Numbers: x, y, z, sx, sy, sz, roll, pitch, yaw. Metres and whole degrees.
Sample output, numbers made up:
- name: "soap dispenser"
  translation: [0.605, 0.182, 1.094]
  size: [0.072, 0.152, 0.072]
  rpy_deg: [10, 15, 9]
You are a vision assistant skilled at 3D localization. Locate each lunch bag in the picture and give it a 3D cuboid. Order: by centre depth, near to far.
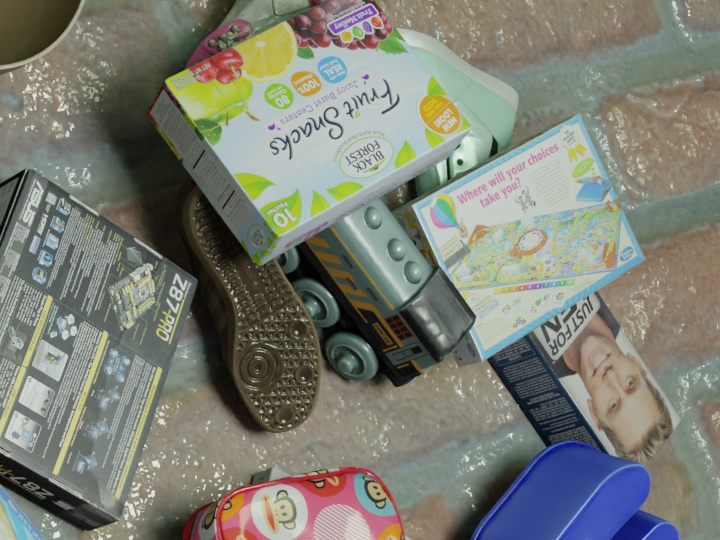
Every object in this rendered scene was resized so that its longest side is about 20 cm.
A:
- name: "lunch bag"
  translation: [-0.042, 0.245, 1.577]
  size: [0.175, 0.082, 0.202]
  rpy_deg: [-6, 74, -34]

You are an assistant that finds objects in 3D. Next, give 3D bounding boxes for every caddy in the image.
- name: "caddy"
  translation: [0.159, 0.228, 1.791]
  size: [0.200, 0.104, 0.142]
  rpy_deg: [-46, 122, -29]

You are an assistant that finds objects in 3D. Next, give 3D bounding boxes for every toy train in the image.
- name: "toy train"
  translation: [0.000, 0.000, 1.723]
  size: [0.201, 0.114, 0.085]
  rpy_deg: [54, 48, -13]

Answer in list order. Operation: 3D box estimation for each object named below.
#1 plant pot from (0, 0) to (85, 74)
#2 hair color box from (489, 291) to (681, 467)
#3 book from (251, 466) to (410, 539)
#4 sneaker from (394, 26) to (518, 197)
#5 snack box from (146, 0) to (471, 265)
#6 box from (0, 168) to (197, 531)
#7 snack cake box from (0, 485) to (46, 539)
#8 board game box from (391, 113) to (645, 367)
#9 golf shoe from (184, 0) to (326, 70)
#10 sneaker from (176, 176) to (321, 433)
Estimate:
- name: "plant pot"
  translation: [-0.300, -0.209, 1.519]
  size: [0.199, 0.134, 0.202]
  rpy_deg: [16, 65, -37]
- name: "hair color box"
  translation: [0.177, 0.080, 1.887]
  size: [0.201, 0.060, 0.100]
  rpy_deg: [55, 49, -13]
- name: "book"
  translation: [-0.041, 0.262, 1.647]
  size: [0.133, 0.048, 0.201]
  rpy_deg: [31, 57, -26]
- name: "sneaker"
  translation: [0.047, -0.119, 1.834]
  size: [0.199, 0.073, 0.119]
  rpy_deg: [21, 65, -33]
- name: "snack box"
  translation: [-0.036, -0.108, 1.640]
  size: [0.199, 0.053, 0.143]
  rpy_deg: [-31, 80, -35]
- name: "box"
  translation: [-0.210, 0.054, 1.567]
  size: [0.161, 0.049, 0.201]
  rpy_deg: [32, 56, -27]
- name: "snack cake box"
  translation: [-0.241, 0.217, 1.444]
  size: [0.201, 0.067, 0.115]
  rpy_deg: [53, 22, -15]
- name: "board game box"
  translation: [0.129, -0.027, 1.812]
  size: [0.199, 0.034, 0.135]
  rpy_deg: [-29, 97, -35]
- name: "golf shoe"
  translation: [-0.078, -0.176, 1.745]
  size: [0.075, 0.091, 0.201]
  rpy_deg: [37, 77, -5]
- name: "sneaker"
  translation: [-0.083, 0.020, 1.674]
  size: [0.070, 0.076, 0.202]
  rpy_deg: [-20, 107, -11]
